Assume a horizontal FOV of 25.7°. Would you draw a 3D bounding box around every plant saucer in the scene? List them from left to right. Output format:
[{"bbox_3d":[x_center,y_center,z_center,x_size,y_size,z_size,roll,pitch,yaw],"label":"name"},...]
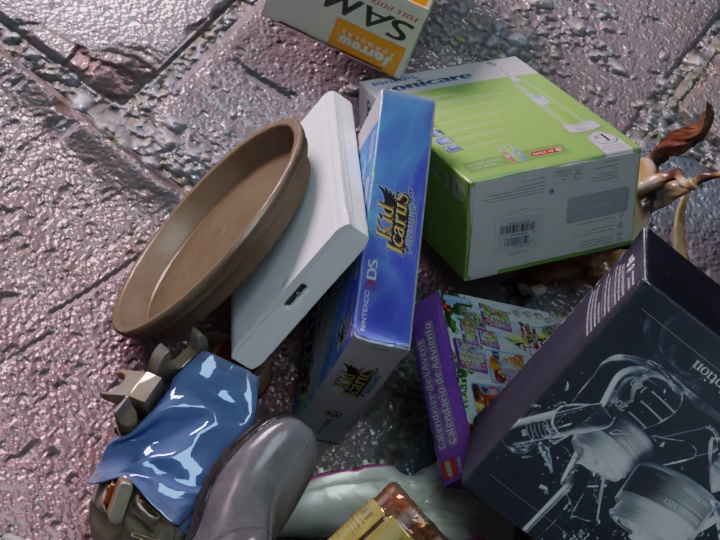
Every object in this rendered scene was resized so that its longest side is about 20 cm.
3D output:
[{"bbox_3d":[-0.104,-0.026,1.137,0.029,0.200,0.201,41,58,-21],"label":"plant saucer"}]

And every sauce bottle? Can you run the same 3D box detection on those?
[{"bbox_3d":[-0.031,0.224,1.011,0.200,0.066,0.066,-42,79,-3],"label":"sauce bottle"}]

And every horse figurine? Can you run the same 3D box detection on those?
[{"bbox_3d":[0.214,-0.042,1.243,0.050,0.132,0.200,42,77,-24],"label":"horse figurine"}]

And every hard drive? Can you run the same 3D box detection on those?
[{"bbox_3d":[-0.047,-0.034,1.136,0.026,0.132,0.200,32,24,-22],"label":"hard drive"}]

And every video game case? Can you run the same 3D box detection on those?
[{"bbox_3d":[0.000,0.000,1.148,0.045,0.181,0.201,13,61,-10],"label":"video game case"}]

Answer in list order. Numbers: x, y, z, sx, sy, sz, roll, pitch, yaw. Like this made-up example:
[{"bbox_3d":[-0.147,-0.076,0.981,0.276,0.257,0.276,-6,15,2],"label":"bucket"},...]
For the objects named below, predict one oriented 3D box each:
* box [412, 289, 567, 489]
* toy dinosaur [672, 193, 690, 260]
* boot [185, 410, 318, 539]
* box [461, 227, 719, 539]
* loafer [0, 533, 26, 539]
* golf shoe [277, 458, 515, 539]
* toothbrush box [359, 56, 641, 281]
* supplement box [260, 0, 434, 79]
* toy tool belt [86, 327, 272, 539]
[{"bbox_3d":[0.127,0.097,1.166,0.199,0.039,0.137,12,56,-41],"label":"box"},{"bbox_3d":[0.266,0.031,1.288,0.101,0.058,0.201,-9,73,-35],"label":"toy dinosaur"},{"bbox_3d":[-0.060,0.185,0.985,0.070,0.131,0.200,45,68,-32],"label":"boot"},{"bbox_3d":[0.200,0.112,1.012,0.200,0.182,0.104,37,22,-5],"label":"box"},{"bbox_3d":[-0.171,0.254,1.042,0.200,0.072,0.063,36,71,1],"label":"loafer"},{"bbox_3d":[0.022,0.183,1.125,0.199,0.075,0.092,-3,68,-15],"label":"golf shoe"},{"bbox_3d":[0.102,-0.085,1.219,0.145,0.086,0.200,-12,33,-21],"label":"toothbrush box"},{"bbox_3d":[0.010,-0.257,1.305,0.126,0.074,0.200,24,38,-3],"label":"supplement box"},{"bbox_3d":[-0.117,0.109,1.084,0.124,0.123,0.200,20,60,12],"label":"toy tool belt"}]
